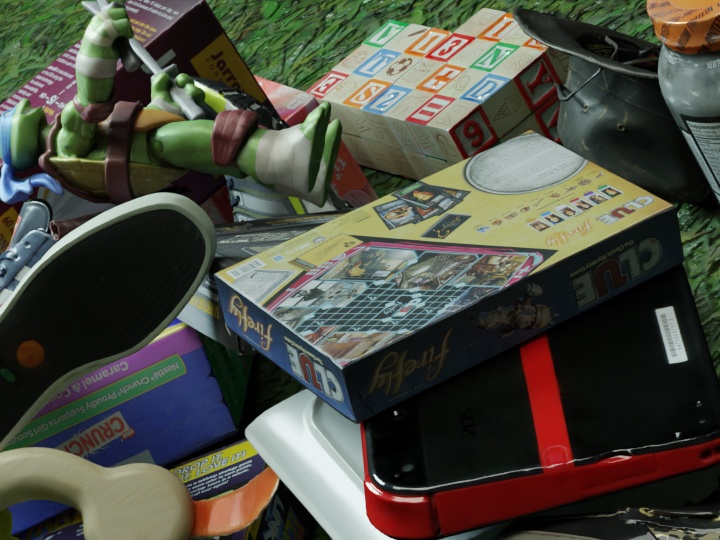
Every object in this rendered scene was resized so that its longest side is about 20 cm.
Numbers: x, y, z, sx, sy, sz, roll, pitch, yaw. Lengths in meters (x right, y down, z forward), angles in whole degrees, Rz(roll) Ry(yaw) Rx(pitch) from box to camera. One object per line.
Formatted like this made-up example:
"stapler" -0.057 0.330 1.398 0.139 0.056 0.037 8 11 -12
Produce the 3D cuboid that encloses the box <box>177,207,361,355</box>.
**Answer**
"box" 0.000 0.000 1.617 0.199 0.049 0.158 -7 10 -20

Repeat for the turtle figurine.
"turtle figurine" -0.106 -0.111 1.664 0.192 0.144 0.201 13 53 7

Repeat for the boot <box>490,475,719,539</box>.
"boot" 0.170 0.112 1.358 0.199 0.074 0.151 0 37 29

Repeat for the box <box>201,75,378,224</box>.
"box" -0.087 -0.067 1.959 0.102 0.095 0.200 -40 27 -13

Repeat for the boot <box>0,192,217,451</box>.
"boot" -0.164 0.021 1.590 0.200 0.073 0.144 -39 11 5

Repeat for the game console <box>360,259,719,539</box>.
"game console" 0.084 0.057 1.414 0.176 0.031 0.200 -11 29 3

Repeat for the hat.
"hat" 0.172 -0.087 1.704 0.201 0.199 0.081 40 113 63

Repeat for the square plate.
"square plate" 0.066 0.082 1.457 0.197 0.029 0.200 -26 39 -16

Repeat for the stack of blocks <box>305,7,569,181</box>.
"stack of blocks" 0.062 -0.117 1.925 0.115 0.059 0.200 -40 26 -18

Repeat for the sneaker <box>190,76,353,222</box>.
"sneaker" -0.056 -0.033 1.769 0.081 0.200 0.074 -40 -4 10

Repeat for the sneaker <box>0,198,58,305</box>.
"sneaker" -0.203 0.008 1.728 0.199 0.085 0.075 -27 11 -5

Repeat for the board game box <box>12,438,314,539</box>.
"board game box" -0.130 0.184 1.602 0.199 0.057 0.166 -21 25 22

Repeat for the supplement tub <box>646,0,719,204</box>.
"supplement tub" 0.232 -0.075 1.494 0.122 0.201 0.123 -24 26 13

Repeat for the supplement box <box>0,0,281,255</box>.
"supplement box" -0.160 -0.075 1.823 0.200 0.111 0.086 -41 27 -13

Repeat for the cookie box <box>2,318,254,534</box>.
"cookie box" -0.154 0.073 1.740 0.170 0.076 0.200 -24 12 5

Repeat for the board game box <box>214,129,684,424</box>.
"board game box" 0.044 -0.001 1.466 0.199 0.035 0.135 -25 30 -21

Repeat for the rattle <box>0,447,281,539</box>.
"rattle" -0.133 0.161 1.546 0.199 0.143 0.131 -19 56 -7
